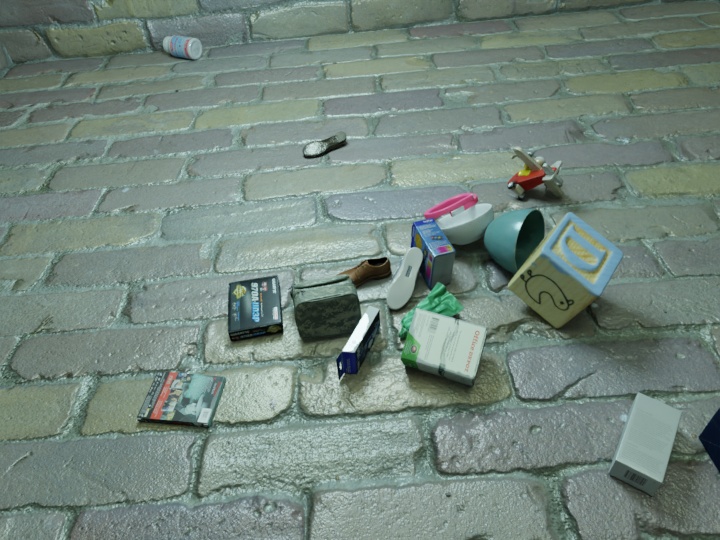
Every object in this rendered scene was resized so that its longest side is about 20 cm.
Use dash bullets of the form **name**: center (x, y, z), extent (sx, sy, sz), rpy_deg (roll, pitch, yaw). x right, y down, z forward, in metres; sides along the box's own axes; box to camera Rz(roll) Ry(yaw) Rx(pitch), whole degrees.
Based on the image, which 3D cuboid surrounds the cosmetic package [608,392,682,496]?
- **cosmetic package**: center (0.651, 0.392, 1.249), extent (0.100, 0.072, 0.200), rpy_deg (23, 52, 26)

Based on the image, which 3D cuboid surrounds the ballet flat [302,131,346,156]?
- **ballet flat**: center (-0.146, -0.511, 2.235), extent (0.198, 0.046, 0.068), rpy_deg (-28, 80, -13)

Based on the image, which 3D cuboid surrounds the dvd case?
- **dvd case**: center (-0.472, 0.339, 1.448), extent (0.196, 0.022, 0.147), rpy_deg (1, 46, 9)

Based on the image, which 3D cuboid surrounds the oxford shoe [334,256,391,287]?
- **oxford shoe**: center (0.000, 0.000, 1.699), extent (0.197, 0.072, 0.072), rpy_deg (-19, 48, -10)

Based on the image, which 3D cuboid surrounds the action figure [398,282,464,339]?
- **action figure**: center (0.186, 0.131, 1.564), extent (0.199, 0.055, 0.118), rpy_deg (-34, 53, -16)

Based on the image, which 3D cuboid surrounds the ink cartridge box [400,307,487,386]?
- **ink cartridge box**: center (0.223, 0.202, 1.441), extent (0.197, 0.083, 0.148), rpy_deg (15, 71, 19)

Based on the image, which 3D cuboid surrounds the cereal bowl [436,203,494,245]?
- **cereal bowl**: center (0.341, -0.140, 1.765), extent (0.197, 0.084, 0.200), rpy_deg (-22, 14, 6)

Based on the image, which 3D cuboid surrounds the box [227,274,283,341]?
- **box**: center (-0.316, 0.110, 1.638), extent (0.156, 0.046, 0.202), rpy_deg (-9, 45, -3)

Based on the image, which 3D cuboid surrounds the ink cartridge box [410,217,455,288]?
- **ink cartridge box**: center (0.214, -0.065, 1.693), extent (0.075, 0.138, 0.201), rpy_deg (-11, 45, -13)

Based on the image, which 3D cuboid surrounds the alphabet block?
- **alphabet block**: center (0.564, 0.001, 1.514), extent (0.195, 0.201, 0.196), rpy_deg (41, 57, 11)

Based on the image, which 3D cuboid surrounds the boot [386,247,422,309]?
- **boot**: center (0.132, 0.031, 1.664), extent (0.072, 0.090, 0.202), rpy_deg (27, 77, -2)

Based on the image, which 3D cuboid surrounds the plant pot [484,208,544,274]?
- **plant pot**: center (0.460, -0.096, 1.674), extent (0.134, 0.202, 0.200), rpy_deg (16, 47, 39)

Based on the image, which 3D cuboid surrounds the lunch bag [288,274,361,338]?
- **lunch bag**: center (-0.104, 0.090, 1.582), extent (0.197, 0.141, 0.168), rpy_deg (-10, 29, -5)

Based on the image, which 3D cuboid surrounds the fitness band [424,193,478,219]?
- **fitness band**: center (0.307, -0.217, 1.855), extent (0.198, 0.038, 0.143), rpy_deg (-28, 15, -23)

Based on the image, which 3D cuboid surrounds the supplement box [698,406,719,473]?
- **supplement box**: center (0.896, 0.399, 1.174), extent (0.196, 0.136, 0.202), rpy_deg (-7, 45, -2)

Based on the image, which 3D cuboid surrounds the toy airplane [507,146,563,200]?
- **toy airplane**: center (0.612, -0.341, 1.880), extent (0.196, 0.201, 0.142), rpy_deg (16, 61, 19)

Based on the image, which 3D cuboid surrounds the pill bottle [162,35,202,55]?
- **pill bottle**: center (-0.961, -1.205, 2.942), extent (0.197, 0.110, 0.109), rpy_deg (16, 49, 21)

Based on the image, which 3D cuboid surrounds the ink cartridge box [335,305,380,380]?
- **ink cartridge box**: center (-0.002, 0.201, 1.482), extent (0.039, 0.100, 0.201), rpy_deg (18, 51, 20)
